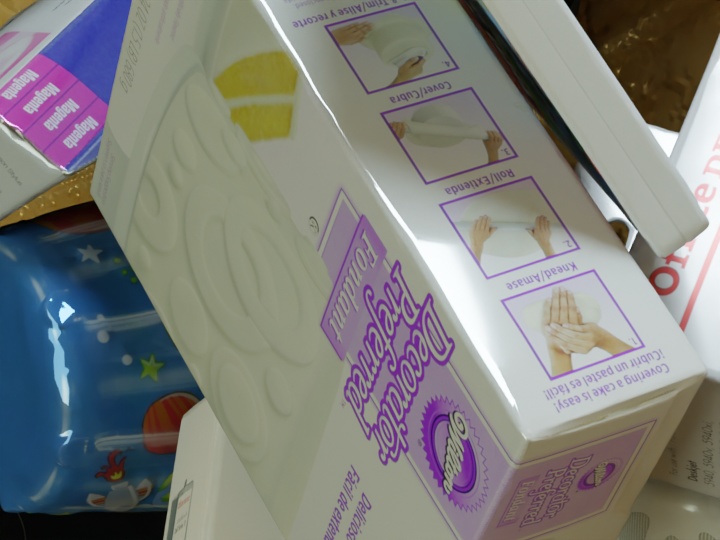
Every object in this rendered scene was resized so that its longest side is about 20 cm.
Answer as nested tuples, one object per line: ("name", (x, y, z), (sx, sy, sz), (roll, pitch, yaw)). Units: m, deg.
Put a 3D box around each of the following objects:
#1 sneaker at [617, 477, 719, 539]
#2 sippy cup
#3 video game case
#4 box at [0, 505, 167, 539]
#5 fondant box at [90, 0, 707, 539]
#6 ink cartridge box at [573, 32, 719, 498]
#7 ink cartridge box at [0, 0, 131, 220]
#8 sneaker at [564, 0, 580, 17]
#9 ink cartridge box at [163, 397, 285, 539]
("sneaker", (0.092, 0.157, 0.782), (0.075, 0.115, 0.201), (18, 132, 33))
("sippy cup", (-0.074, 0.028, 0.879), (0.140, 0.130, 0.178), (36, 124, 45))
("video game case", (0.029, -0.088, 0.687), (0.017, 0.200, 0.143), (-35, 107, 3))
("box", (-0.172, 0.111, 0.976), (0.197, 0.200, 0.124), (50, 126, 22))
("fondant box", (0.000, 0.000, 0.686), (0.200, 0.058, 0.144), (57, 149, 27))
("ink cartridge box", (0.137, 0.007, 0.677), (0.199, 0.116, 0.067), (16, 152, 18))
("ink cartridge box", (-0.103, -0.075, 0.896), (0.200, 0.196, 0.043), (-29, 106, 39))
("sneaker", (0.049, -0.119, 0.834), (0.073, 0.082, 0.200), (53, 127, 17))
("ink cartridge box", (-0.004, 0.106, 0.790), (0.067, 0.117, 0.201), (142, 138, -70))
